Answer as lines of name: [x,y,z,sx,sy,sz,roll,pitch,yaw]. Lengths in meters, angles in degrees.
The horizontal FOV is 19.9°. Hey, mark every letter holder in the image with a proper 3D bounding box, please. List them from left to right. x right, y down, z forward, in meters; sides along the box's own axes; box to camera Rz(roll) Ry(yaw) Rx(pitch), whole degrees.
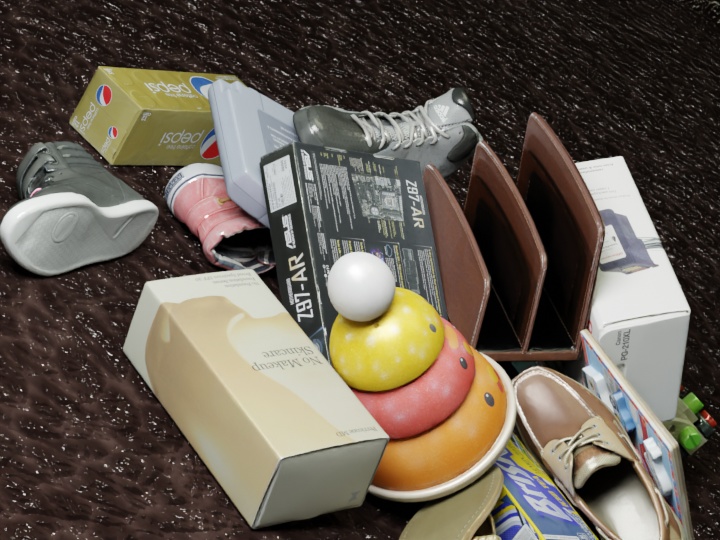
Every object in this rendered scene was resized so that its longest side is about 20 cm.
letter holder: [0.124,-0.037,1.757,0.100,0.142,0.200,0,34,-16]

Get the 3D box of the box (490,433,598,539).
box: [0.099,0.168,1.607,0.070,0.064,0.200,10,31,-42]

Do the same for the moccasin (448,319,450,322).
moccasin: [0.059,0.036,1.817,0.080,0.068,0.200,0,37,-42]

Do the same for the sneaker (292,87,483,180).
sneaker: [0.036,-0.131,1.814,0.200,0.115,0.075,14,46,-51]

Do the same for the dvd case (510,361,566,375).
dvd case: [0.155,0.069,1.858,0.146,0.022,0.200,53,10,-30]

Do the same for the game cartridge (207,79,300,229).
game cartridge: [-0.048,-0.076,1.783,0.200,0.040,0.134,27,34,-41]

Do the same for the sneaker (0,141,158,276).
sneaker: [-0.248,-0.053,1.620,0.099,0.071,0.200,37,17,17]

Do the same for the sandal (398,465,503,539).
sandal: [0.067,0.222,1.481,0.070,0.078,0.212,61,27,-11]

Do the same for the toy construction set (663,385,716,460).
toy construction set: [0.255,0.110,1.893,0.131,0.092,0.200,46,19,-37]

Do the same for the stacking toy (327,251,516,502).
stacking toy: [0.024,0.063,1.522,0.146,0.146,0.200,56,-6,46]

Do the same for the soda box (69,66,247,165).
soda box: [-0.171,-0.140,1.899,0.068,0.064,0.200,43,25,25]

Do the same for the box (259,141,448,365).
box: [0.000,0.000,1.714,0.160,0.043,0.200,4,70,-48]

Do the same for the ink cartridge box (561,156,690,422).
ink cartridge box: [0.216,0.022,1.808,0.084,0.145,0.200,-9,46,-7]

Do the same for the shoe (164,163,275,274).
shoe: [-0.074,-0.038,1.814,0.200,0.072,0.091,6,38,-42]

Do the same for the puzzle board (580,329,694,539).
puzzle board: [0.227,0.163,1.681,0.017,0.200,0.151,-25,43,-10]

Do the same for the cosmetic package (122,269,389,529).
cosmetic package: [-0.079,0.090,1.506,0.105,0.071,0.200,-8,43,-39]

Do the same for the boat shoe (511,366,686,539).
boat shoe: [0.184,0.149,1.594,0.200,0.076,0.072,51,-2,24]
